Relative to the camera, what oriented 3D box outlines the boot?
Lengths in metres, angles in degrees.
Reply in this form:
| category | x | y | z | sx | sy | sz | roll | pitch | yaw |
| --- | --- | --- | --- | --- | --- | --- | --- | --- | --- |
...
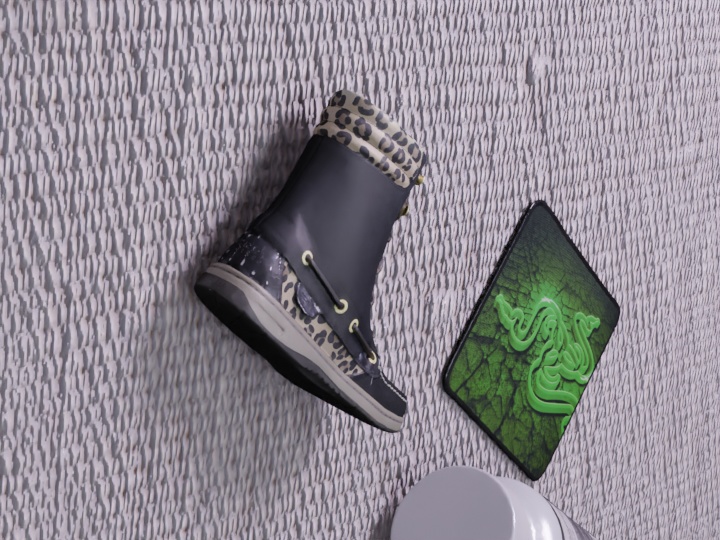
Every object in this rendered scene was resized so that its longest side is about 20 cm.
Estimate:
| category | x | y | z | sx | sy | sz | roll | pitch | yaw |
| --- | --- | --- | --- | --- | --- | --- | --- | --- | --- |
| boot | 0.001 | 0.000 | 1.134 | 0.154 | 0.073 | 0.204 | -59 | 140 | -11 |

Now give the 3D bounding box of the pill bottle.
| category | x | y | z | sx | sy | sz | roll | pitch | yaw |
| --- | --- | --- | --- | --- | --- | --- | --- | --- | --- |
| pill bottle | 0.106 | 0.215 | 1.347 | 0.200 | 0.116 | 0.116 | 40 | 72 | -53 |

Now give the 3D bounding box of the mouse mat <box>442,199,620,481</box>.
| category | x | y | z | sx | sy | sz | roll | pitch | yaw |
| --- | --- | --- | --- | --- | --- | --- | --- | --- | --- |
| mouse mat | 0.133 | 0.056 | 1.410 | 0.161 | 0.008 | 0.200 | -62 | 145 | -14 |
